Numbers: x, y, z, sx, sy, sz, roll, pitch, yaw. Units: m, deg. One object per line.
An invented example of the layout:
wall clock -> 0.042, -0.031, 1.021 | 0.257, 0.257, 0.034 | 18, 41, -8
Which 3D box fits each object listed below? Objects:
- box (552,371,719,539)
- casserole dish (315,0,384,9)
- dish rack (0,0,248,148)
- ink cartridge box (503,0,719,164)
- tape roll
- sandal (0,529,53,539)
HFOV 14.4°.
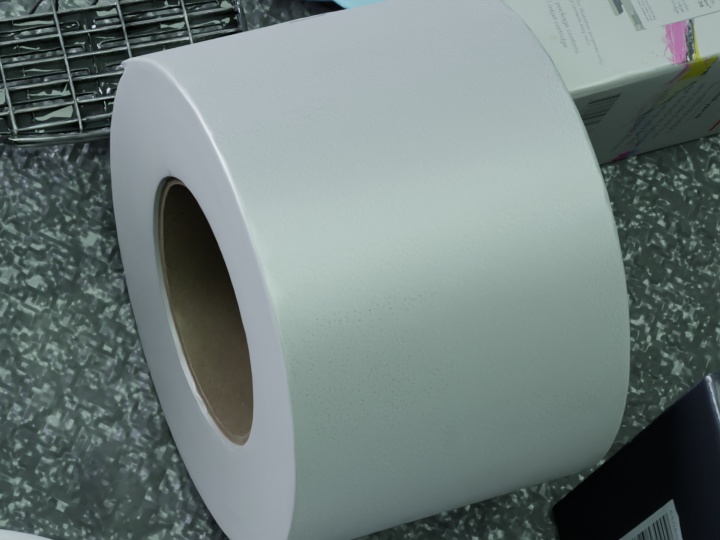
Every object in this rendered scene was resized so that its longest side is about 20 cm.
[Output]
box -> 0.206, 0.108, 1.123 | 0.196, 0.200, 0.124 | -7, 73, -17
casserole dish -> -0.009, -0.199, 1.260 | 0.121, 0.039, 0.200 | -6, 73, -16
dish rack -> -0.129, -0.147, 1.205 | 0.153, 0.055, 0.200 | -11, 77, -16
ink cartridge box -> 0.123, -0.098, 1.217 | 0.200, 0.116, 0.068 | -15, 76, -19
tape roll -> 0.000, 0.000, 1.107 | 0.139, 0.203, 0.203 | -14, 76, -18
sandal -> -0.188, 0.128, 1.095 | 0.202, 0.083, 0.050 | -1, 29, -13
